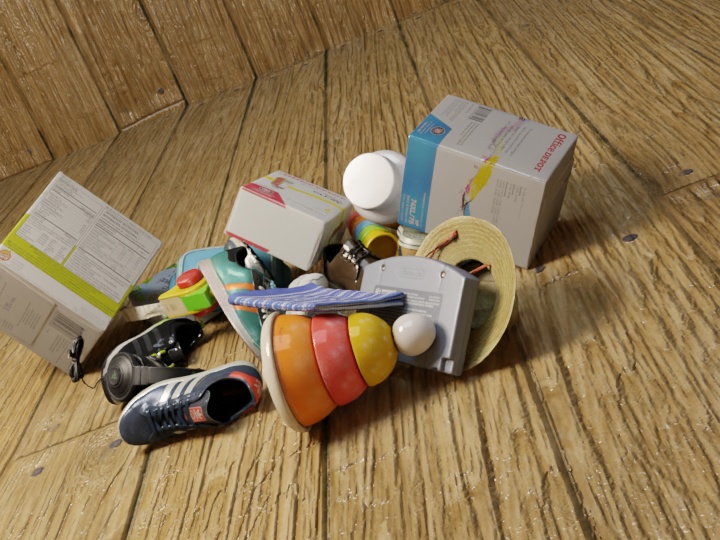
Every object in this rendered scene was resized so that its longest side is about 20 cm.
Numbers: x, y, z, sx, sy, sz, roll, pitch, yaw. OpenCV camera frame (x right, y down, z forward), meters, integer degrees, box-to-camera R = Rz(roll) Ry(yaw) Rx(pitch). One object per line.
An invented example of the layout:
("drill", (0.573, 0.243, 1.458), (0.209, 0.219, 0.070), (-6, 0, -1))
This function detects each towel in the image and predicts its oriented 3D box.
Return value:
("towel", (-0.060, 0.034, 1.269), (0.144, 0.024, 0.199), (-4, 4, -38))

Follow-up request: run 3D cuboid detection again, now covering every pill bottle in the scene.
("pill bottle", (0.049, -0.122, 1.542), (0.110, 0.112, 0.200), (-14, -9, 21))

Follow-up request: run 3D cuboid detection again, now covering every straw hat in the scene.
("straw hat", (0.148, 0.032, 1.242), (0.085, 0.203, 0.200), (14, -2, -36))

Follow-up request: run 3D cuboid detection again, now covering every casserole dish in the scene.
("casserole dish", (-0.211, 0.006, 1.611), (0.198, 0.039, 0.122), (-5, 50, -2))

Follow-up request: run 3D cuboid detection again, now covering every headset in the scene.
("headset", (-0.310, 0.135, 1.396), (0.198, 0.095, 0.123), (-2, -10, 11))

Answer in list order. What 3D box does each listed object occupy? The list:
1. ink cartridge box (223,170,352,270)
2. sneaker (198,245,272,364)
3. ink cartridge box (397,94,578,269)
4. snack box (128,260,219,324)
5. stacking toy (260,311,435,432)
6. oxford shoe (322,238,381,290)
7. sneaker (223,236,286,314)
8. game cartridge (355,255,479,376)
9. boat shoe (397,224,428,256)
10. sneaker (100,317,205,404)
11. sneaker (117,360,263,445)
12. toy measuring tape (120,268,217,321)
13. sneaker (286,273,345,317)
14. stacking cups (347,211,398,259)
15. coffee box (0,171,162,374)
("ink cartridge box", (-0.107, -0.084, 1.588), (0.144, 0.084, 0.200), (23, 16, 7))
("sneaker", (-0.154, 0.045, 1.426), (0.080, 0.071, 0.200), (-31, 62, -6))
("ink cartridge box", (0.176, -0.126, 1.399), (0.199, 0.147, 0.147), (21, 40, 18))
("snack box", (-0.296, 0.040, 1.704), (0.142, 0.053, 0.200), (-35, 25, -22))
("stacking toy", (-0.007, 0.099, 1.182), (0.199, 0.147, 0.146), (-16, 23, 11))
("oxford shoe", (0.000, 0.000, 1.469), (0.072, 0.085, 0.199), (-33, 26, -27))
("sneaker", (-0.173, 0.026, 1.522), (0.086, 0.078, 0.200), (-37, 49, -2))
("game cartridge", (0.066, 0.050, 1.245), (0.040, 0.134, 0.199), (10, -1, -36))
("boat shoe", (0.087, -0.031, 1.476), (0.074, 0.063, 0.200), (5, 11, 6))
("sneaker", (-0.304, 0.123, 1.503), (0.082, 0.072, 0.200), (-6, 28, 33))
("sneaker", (-0.219, 0.178, 1.295), (0.199, 0.075, 0.085), (-24, 18, -3))
("toy measuring tape", (-0.279, 0.039, 1.549), (0.199, 0.074, 0.074), (-12, 25, 32))
("sneaker", (-0.056, 0.071, 1.397), (0.099, 0.078, 0.201), (-8, 34, 15))
("stacking cups", (0.013, -0.058, 1.611), (0.060, 0.061, 0.200), (-25, 23, -5))
("coffee box", (-0.471, 0.007, 1.611), (0.200, 0.199, 0.198), (-40, 19, 50))
